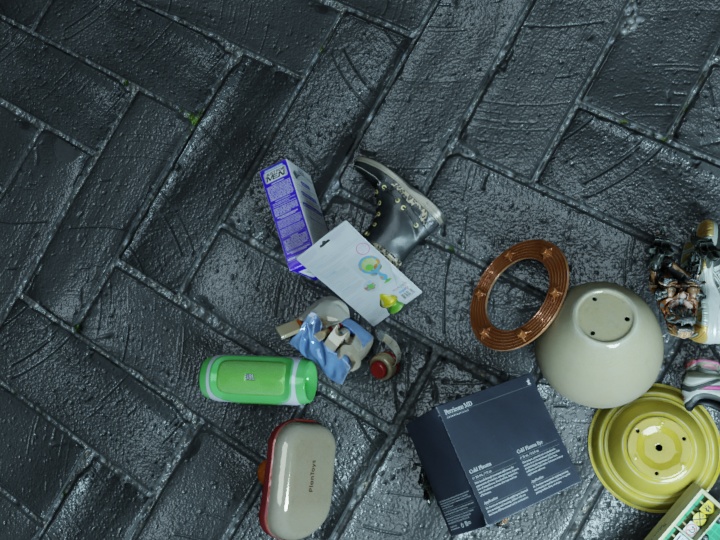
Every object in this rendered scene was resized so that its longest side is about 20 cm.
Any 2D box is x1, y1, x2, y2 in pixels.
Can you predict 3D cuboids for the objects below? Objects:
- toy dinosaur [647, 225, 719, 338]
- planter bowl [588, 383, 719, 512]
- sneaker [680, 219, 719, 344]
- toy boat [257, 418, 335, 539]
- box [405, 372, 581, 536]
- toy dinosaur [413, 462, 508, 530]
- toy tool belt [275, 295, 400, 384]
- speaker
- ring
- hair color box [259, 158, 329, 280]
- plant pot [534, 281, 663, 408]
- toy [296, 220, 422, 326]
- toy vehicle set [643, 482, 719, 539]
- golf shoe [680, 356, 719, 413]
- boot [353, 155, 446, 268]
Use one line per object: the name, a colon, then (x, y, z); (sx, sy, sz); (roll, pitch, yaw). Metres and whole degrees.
toy dinosaur: (0.477, 0.009, 1.164); (0.102, 0.136, 0.200); (-11, 41, -10)
planter bowl: (0.454, 0.272, 1.158); (0.200, 0.083, 0.201); (-3, 78, 15)
sneaker: (0.565, 0.021, 1.197); (0.087, 0.076, 0.201); (8, 78, -6)
toy boat: (-0.127, 0.355, 1.296); (0.131, 0.130, 0.201); (-6, 74, 45)
box: (0.203, 0.280, 1.162); (0.200, 0.104, 0.182); (-11, 71, -32)
toy dinosaur: (0.165, 0.328, 1.235); (0.135, 0.102, 0.200); (-22, 57, -14)
toy tool belt: (-0.042, 0.138, 1.295); (0.200, 0.123, 0.125); (35, 123, 19)
speaker: (-0.183, 0.195, 1.349); (0.199, 0.088, 0.089); (0, 78, 15)
ring: (0.252, 0.036, 1.233); (0.200, 0.019, 0.201); (-35, 40, 35)
hair color box: (-0.110, -0.091, 1.375); (0.065, 0.109, 0.200); (-22, 73, 15)
plant pot: (0.372, 0.096, 1.167); (0.200, 0.135, 0.201); (-5, 62, 9)
toy: (0.000, 0.000, 1.305); (0.115, 0.047, 0.200); (-36, 115, 22)
toy vehicle set: (0.478, 0.431, 1.119); (0.124, 0.027, 0.200); (39, 91, -7)
golf shoe: (0.588, 0.197, 1.134); (0.199, 0.073, 0.092); (10, 61, 23)
boot: (0.035, -0.100, 1.359); (0.200, 0.073, 0.151); (38, 90, 11)
